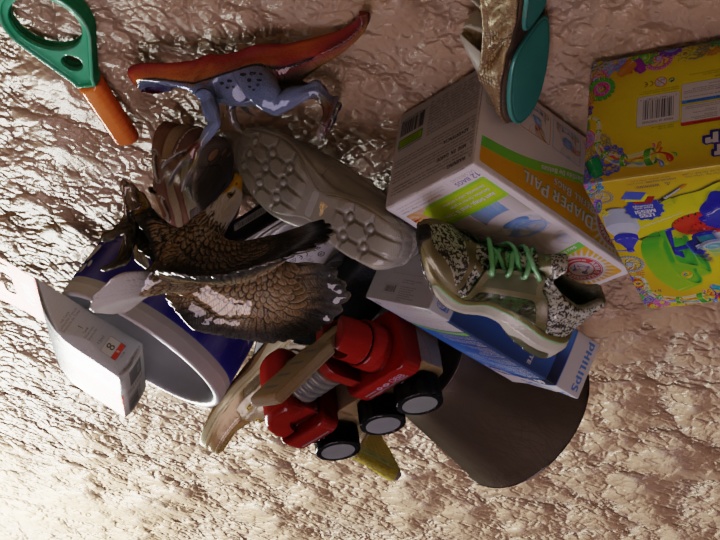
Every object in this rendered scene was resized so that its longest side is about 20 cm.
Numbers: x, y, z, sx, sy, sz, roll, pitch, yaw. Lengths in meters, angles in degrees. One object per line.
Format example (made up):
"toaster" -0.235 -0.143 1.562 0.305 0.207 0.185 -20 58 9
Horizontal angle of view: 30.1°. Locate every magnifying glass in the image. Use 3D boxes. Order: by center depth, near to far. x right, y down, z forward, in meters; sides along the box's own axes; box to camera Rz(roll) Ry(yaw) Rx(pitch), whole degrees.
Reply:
"magnifying glass" -0.246 -0.178 1.163 0.078 0.023 0.201 -2 147 19

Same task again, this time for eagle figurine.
"eagle figurine" -0.119 -0.009 1.142 0.198 0.152 0.153 27 116 15

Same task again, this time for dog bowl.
"dog bowl" -0.212 0.054 1.407 0.198 0.079 0.201 28 158 12

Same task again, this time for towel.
"towel" -0.044 0.178 1.586 0.198 0.144 0.023 28 103 -23

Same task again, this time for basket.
"basket" 0.116 0.120 1.387 0.181 0.136 0.199 -47 134 13

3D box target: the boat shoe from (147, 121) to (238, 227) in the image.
"boat shoe" -0.161 -0.074 1.268 0.071 0.076 0.201 31 149 13

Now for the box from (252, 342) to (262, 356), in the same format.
"box" -0.007 0.097 1.519 0.155 0.042 0.199 29 143 -27

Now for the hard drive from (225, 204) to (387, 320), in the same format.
"hard drive" -0.027 -0.008 1.315 0.139 0.038 0.200 -29 136 17

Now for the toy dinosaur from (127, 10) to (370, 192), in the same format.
"toy dinosaur" -0.103 -0.166 1.126 0.179 0.105 0.202 24 111 1

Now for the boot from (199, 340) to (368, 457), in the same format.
"boot" -0.068 0.157 1.446 0.155 0.073 0.201 40 106 1

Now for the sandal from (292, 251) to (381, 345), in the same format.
"sandal" 0.001 0.000 1.276 0.075 0.043 0.201 13 129 -40

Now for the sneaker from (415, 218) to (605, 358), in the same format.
"sneaker" 0.128 -0.002 1.108 0.199 0.078 0.088 27 133 -35

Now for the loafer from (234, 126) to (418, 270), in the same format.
"loafer" -0.030 -0.064 1.185 0.199 0.071 0.069 38 -160 25

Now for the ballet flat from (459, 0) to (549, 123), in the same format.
"ballet flat" 0.108 -0.192 1.013 0.065 0.071 0.201 30 151 20

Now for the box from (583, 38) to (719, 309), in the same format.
"box" 0.302 -0.077 1.070 0.197 0.124 0.193 -7 146 26

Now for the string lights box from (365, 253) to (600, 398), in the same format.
"string lights box" 0.113 0.047 1.228 0.199 0.060 0.102 30 169 -32

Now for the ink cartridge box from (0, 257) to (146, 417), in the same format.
"ink cartridge box" -0.320 0.068 1.413 0.198 0.051 0.163 29 158 3

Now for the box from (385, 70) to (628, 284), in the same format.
"box" 0.135 -0.067 1.153 0.199 0.103 0.112 31 144 -30

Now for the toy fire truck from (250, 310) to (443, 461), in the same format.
"toy fire truck" -0.040 0.104 1.250 0.199 0.130 0.175 23 137 -40
